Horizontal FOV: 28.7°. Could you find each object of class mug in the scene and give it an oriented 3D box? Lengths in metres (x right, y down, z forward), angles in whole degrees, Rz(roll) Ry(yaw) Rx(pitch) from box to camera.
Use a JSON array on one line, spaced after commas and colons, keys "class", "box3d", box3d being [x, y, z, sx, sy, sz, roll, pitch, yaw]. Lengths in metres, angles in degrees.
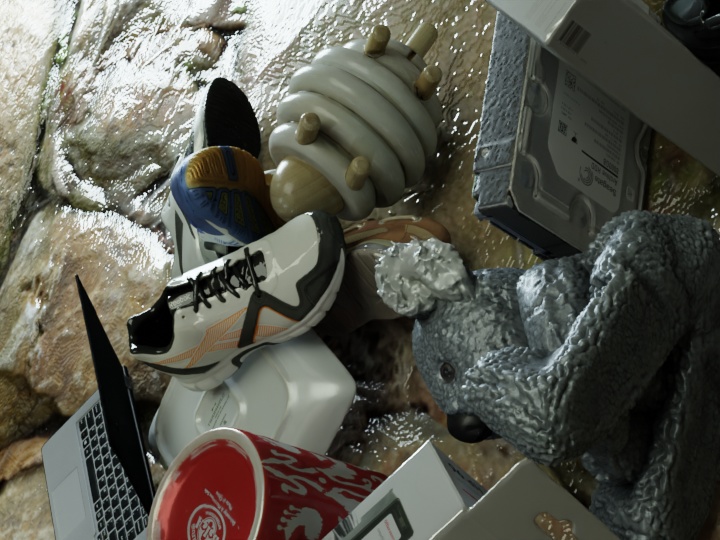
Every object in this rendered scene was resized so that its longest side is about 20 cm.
[{"class": "mug", "box3d": [-0.040, 0.182, 0.895, 0.177, 0.199, 0.135, -12, 61, 42]}]

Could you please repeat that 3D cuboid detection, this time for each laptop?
[{"class": "laptop", "box3d": [-0.243, 0.150, 1.196, 0.200, 0.115, 0.188, -43, 43, 22]}]

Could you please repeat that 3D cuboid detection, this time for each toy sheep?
[{"class": "toy sheep", "box3d": [0.001, -0.113, 1.069, 0.200, 0.138, 0.137, -48, 37, -17]}]

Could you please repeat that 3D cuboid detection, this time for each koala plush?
[{"class": "koala plush", "box3d": [0.111, 0.048, 0.844, 0.199, 0.177, 0.185, 5, 59, 48]}]

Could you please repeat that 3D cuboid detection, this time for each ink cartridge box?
[{"class": "ink cartridge box", "box3d": [0.040, 0.179, 0.783, 0.200, 0.116, 0.068, -43, 32, 8]}]

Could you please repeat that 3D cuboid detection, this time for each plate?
[{"class": "plate", "box3d": [-0.099, 0.113, 1.088, 0.200, 0.032, 0.201, 47, 117, 44]}]

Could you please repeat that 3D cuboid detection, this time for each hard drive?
[{"class": "hard drive", "box3d": [0.137, -0.105, 0.908, 0.038, 0.139, 0.202, -9, 62, 44]}]

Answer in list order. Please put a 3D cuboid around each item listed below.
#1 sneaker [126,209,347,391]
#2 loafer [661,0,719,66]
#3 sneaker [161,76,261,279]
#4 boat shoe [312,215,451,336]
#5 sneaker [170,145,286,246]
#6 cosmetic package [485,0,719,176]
[{"class": "sneaker", "box3d": [-0.091, 0.022, 1.019, 0.200, 0.080, 0.074, -39, 49, 28]}, {"class": "loafer", "box3d": [0.235, -0.164, 0.852, 0.068, 0.071, 0.201, -38, 18, -2]}, {"class": "sneaker", "box3d": [-0.141, -0.077, 1.242, 0.088, 0.074, 0.202, -21, 55, 36]}, {"class": "boat shoe", "box3d": [0.000, 0.000, 1.064, 0.072, 0.076, 0.199, -42, 20, -29]}, {"class": "sneaker", "box3d": [-0.105, -0.045, 1.093, 0.087, 0.200, 0.076, -11, 81, 21]}, {"class": "cosmetic package", "box3d": [0.163, -0.126, 0.845, 0.051, 0.199, 0.083, -55, 41, 10]}]
